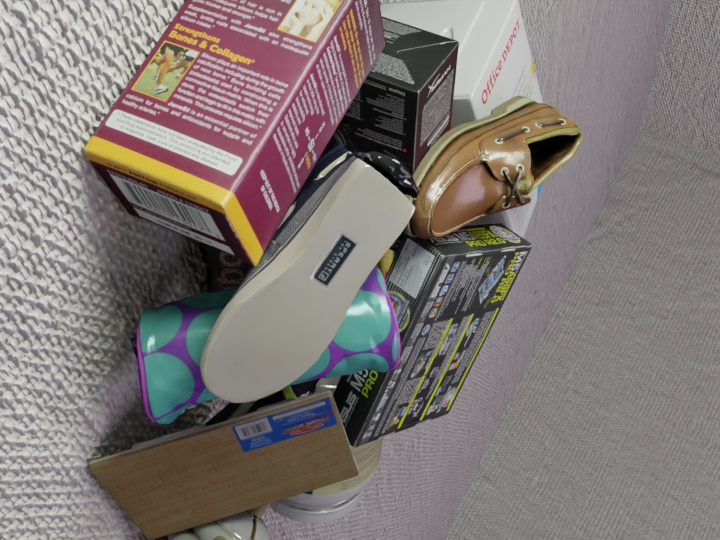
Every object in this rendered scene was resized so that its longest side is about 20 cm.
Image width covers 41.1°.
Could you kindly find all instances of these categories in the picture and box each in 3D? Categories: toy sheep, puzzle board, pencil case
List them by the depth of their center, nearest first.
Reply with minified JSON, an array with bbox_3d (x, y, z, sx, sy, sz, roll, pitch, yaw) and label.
[{"bbox_3d":[-0.070,0.055,0.731,0.199,0.085,0.093,-11,123,-15],"label":"pencil case"},{"bbox_3d":[-0.108,0.165,0.814,0.151,0.199,0.017,76,-4,-52],"label":"puzzle board"},{"bbox_3d":[-0.141,0.289,0.906,0.200,0.138,0.138,-49,160,-5],"label":"toy sheep"}]

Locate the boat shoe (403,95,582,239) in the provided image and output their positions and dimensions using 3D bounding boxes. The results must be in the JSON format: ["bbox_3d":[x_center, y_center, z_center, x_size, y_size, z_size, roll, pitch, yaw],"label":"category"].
[{"bbox_3d":[0.112,-0.085,0.787,0.200,0.068,0.072,-42,144,-34],"label":"boat shoe"}]

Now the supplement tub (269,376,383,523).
[{"bbox_3d":[-0.043,0.151,1.008,0.145,0.145,0.201,-45,151,-50],"label":"supplement tub"}]

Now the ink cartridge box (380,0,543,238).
[{"bbox_3d":[0.088,-0.142,0.940,0.147,0.146,0.200,-64,146,-33],"label":"ink cartridge box"}]

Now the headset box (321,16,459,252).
[{"bbox_3d":[-0.005,-0.112,0.806,0.077,0.148,0.200,-54,156,-34],"label":"headset box"}]

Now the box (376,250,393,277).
[{"bbox_3d":[0.000,0.000,0.969,0.200,0.050,0.075,-82,160,-52],"label":"box"}]

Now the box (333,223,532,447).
[{"bbox_3d":[0.063,0.056,0.876,0.160,0.044,0.201,-8,128,-53],"label":"box"}]

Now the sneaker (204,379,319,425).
[{"bbox_3d":[-0.076,0.140,0.879,0.200,0.083,0.072,-42,173,29],"label":"sneaker"}]

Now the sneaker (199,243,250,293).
[{"bbox_3d":[-0.097,-0.011,0.790,0.201,0.098,0.071,-52,-170,37],"label":"sneaker"}]

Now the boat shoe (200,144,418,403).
[{"bbox_3d":[-0.042,-0.002,0.678,0.200,0.075,0.093,-49,-157,3],"label":"boat shoe"}]

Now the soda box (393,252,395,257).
[{"bbox_3d":[0.031,-0.008,1.166,0.200,0.064,0.068,-38,145,-58],"label":"soda box"}]

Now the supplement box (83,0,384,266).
[{"bbox_3d":[-0.077,-0.120,0.650,0.200,0.110,0.086,-61,161,-19],"label":"supplement box"}]
